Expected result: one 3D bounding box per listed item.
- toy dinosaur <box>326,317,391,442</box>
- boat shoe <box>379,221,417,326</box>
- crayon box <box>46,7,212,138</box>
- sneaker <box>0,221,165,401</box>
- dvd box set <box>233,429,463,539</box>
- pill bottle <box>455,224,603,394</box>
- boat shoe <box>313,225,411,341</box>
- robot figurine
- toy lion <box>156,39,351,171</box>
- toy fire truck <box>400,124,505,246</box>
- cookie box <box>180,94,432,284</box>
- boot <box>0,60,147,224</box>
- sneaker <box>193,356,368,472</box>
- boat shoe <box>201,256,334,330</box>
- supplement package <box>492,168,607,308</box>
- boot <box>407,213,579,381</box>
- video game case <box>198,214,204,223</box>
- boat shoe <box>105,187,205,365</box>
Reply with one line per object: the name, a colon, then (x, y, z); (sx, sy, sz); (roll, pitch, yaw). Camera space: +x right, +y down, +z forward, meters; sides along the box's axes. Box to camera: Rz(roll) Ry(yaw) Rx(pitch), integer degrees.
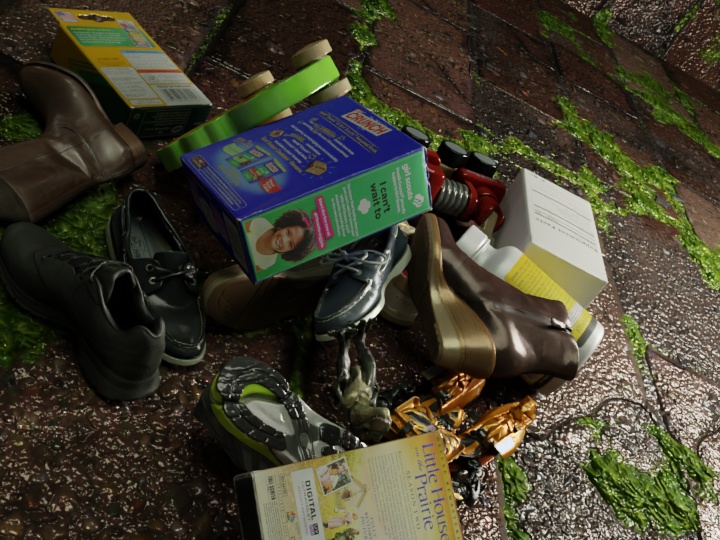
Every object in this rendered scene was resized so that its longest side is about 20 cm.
toy dinosaur: (-0.004, 0.091, 0.748); (0.047, 0.089, 0.200); (-4, 5, -2)
boat shoe: (0.053, -0.021, 1.021); (0.073, 0.069, 0.201); (19, 36, -20)
crayon box: (-0.295, -0.247, 1.041); (0.125, 0.052, 0.200); (-16, 57, -49)
sneaker: (-0.234, 0.016, 0.717); (0.200, 0.091, 0.076); (40, 36, 14)
dvd box set: (0.001, 0.214, 0.652); (0.199, 0.029, 0.148); (-3, 78, -42)
pill bottle: (0.181, 0.042, 0.993); (0.200, 0.111, 0.111); (43, 34, 4)
boat shoe: (0.000, 0.000, 0.858); (0.200, 0.074, 0.062); (-49, 127, -49)
robot figurine: (0.091, 0.154, 0.836); (0.145, 0.058, 0.199); (44, 34, 21)
toy lion: (-0.135, -0.174, 0.945); (0.191, 0.199, 0.069); (-39, 108, -34)
toy fire truck: (0.118, -0.083, 1.132); (0.175, 0.129, 0.201); (17, 26, -22)
cookie box: (-0.056, -0.089, 0.836); (0.199, 0.076, 0.171); (-24, 37, -18)
boot: (-0.345, -0.134, 0.852); (0.186, 0.065, 0.200); (36, 38, 9)
sneaker: (-0.058, 0.155, 0.700); (0.200, 0.081, 0.074); (48, 51, -12)
boat shoe: (-0.095, 0.012, 0.863); (0.065, 0.072, 0.199); (44, 24, 26)
supplement package: (0.243, -0.023, 1.135); (0.119, 0.122, 0.201); (26, 34, -10)
boot: (0.142, 0.030, 0.909); (0.165, 0.073, 0.202); (7, 53, -19)
video game case: (-0.083, -0.123, 0.990); (0.179, 0.036, 0.201); (-1, 34, 10)
boat shoe: (-0.190, -0.002, 0.796); (0.074, 0.066, 0.200); (5, 42, -36)
